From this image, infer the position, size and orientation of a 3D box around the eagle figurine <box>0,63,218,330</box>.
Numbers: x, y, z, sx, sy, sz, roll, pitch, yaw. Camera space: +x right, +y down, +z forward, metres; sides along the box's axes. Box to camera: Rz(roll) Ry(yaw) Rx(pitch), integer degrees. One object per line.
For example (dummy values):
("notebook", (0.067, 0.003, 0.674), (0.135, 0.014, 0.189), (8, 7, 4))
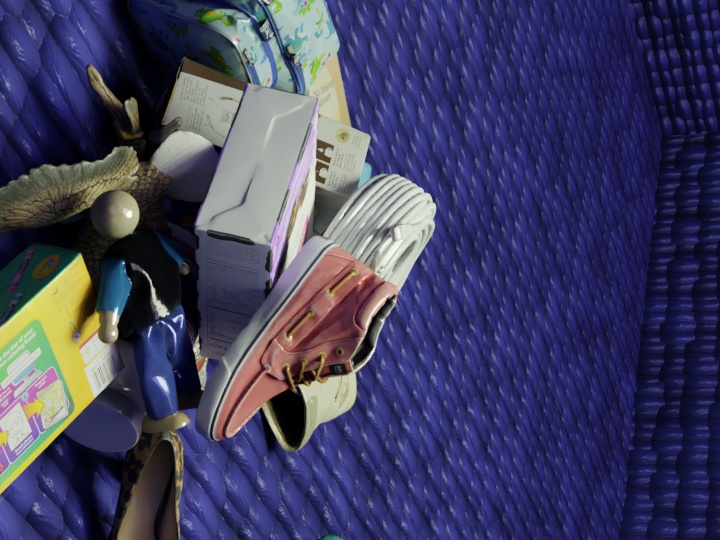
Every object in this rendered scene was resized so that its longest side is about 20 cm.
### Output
("eagle figurine", (-0.228, -0.049, 1.276), (0.151, 0.151, 0.201), (-57, -177, 48))

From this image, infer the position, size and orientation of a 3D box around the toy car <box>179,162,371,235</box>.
("toy car", (-0.113, -0.044, 1.592), (0.199, 0.176, 0.186), (11, 90, -39))

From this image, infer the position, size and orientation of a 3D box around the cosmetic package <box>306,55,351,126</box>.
("cosmetic package", (-0.068, -0.205, 1.775), (0.105, 0.071, 0.201), (-52, 135, -58))

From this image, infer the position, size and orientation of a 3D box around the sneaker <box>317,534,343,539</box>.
("sneaker", (-0.052, 0.400, 1.744), (0.080, 0.071, 0.201), (56, 39, -59))

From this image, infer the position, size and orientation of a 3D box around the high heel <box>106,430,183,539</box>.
("high heel", (-0.188, 0.242, 1.342), (0.143, 0.071, 0.202), (125, -37, -61))

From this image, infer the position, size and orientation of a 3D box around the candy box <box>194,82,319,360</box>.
("candy box", (-0.091, -0.035, 1.344), (0.201, 0.071, 0.169), (95, 8, -55))

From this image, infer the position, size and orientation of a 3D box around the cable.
("cable", (0.000, 0.000, 1.471), (0.201, 0.069, 0.200), (-61, 170, 27))

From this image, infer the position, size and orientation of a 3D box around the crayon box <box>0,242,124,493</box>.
("crayon box", (-0.279, 0.086, 1.162), (0.200, 0.058, 0.119), (-48, 136, -39))

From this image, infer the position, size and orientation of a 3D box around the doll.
("doll", (-0.177, 0.030, 1.233), (0.136, 0.048, 0.201), (-41, 122, -56))

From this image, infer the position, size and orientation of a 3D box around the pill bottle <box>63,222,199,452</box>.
("pill bottle", (-0.205, 0.058, 1.348), (0.113, 0.112, 0.201), (65, 30, -43))

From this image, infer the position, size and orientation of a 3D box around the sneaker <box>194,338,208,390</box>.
("sneaker", (-0.183, 0.080, 1.468), (0.201, 0.077, 0.082), (-61, 147, -37))

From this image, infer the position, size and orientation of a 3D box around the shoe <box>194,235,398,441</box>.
("shoe", (-0.052, 0.073, 1.269), (0.201, 0.091, 0.072), (-56, 163, -9))

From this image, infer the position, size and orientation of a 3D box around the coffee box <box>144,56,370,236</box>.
("coffee box", (-0.106, -0.116, 1.468), (0.114, 0.199, 0.080), (-40, -148, 60))

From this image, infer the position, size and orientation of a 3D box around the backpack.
("backpack", (-0.128, -0.247, 1.502), (0.148, 0.182, 0.200), (-58, 150, -18))

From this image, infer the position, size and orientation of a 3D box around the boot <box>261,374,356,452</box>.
("boot", (-0.066, 0.095, 1.751), (0.155, 0.072, 0.202), (-34, 119, -62))
